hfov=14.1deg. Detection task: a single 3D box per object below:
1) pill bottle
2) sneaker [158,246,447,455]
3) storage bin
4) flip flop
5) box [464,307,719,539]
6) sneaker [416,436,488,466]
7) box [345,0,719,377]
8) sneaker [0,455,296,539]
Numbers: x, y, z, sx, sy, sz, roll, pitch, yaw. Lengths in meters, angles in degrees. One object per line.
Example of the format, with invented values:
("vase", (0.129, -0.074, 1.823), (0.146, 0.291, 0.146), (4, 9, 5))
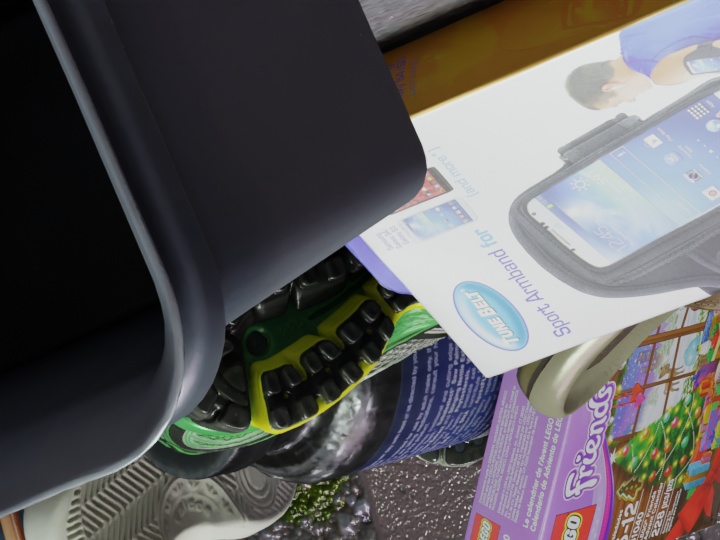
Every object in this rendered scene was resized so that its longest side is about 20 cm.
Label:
("pill bottle", (0.001, 0.022, 1.160), (0.199, 0.113, 0.112), (-12, 171, -43))
("sneaker", (0.000, 0.000, 1.043), (0.199, 0.078, 0.085), (-27, 178, -28))
("storage bin", (-0.083, -0.007, 0.649), (0.199, 0.146, 0.134), (-23, -178, 38))
("flip flop", (0.130, -0.006, 1.007), (0.081, 0.058, 0.200), (-15, 152, -53))
("box", (0.116, 0.019, 1.162), (0.039, 0.201, 0.136), (26, -157, 35))
("sneaker", (0.089, 0.005, 1.308), (0.200, 0.078, 0.086), (-39, 179, 1))
("box", (0.075, -0.036, 0.917), (0.199, 0.042, 0.119), (-23, 130, 25))
("sneaker", (-0.099, 0.088, 1.179), (0.084, 0.075, 0.200), (-16, -179, 29))
